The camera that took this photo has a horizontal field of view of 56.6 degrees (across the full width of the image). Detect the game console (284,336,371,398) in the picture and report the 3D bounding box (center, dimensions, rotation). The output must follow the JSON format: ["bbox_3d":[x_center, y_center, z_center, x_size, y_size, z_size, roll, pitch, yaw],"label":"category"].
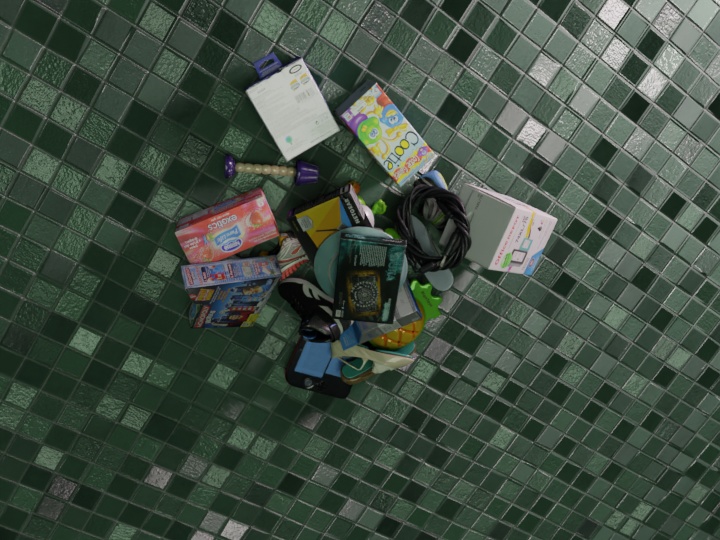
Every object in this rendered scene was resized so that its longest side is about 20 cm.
[{"bbox_3d":[-0.075,0.207,1.620,0.177,0.031,0.200,20,104,-17],"label":"game console"}]

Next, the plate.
[{"bbox_3d":[0.000,0.000,1.411,0.200,0.026,0.201,1,122,2],"label":"plate"}]

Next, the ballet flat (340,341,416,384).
[{"bbox_3d":[0.043,0.224,1.626,0.200,0.068,0.072,-27,151,-14],"label":"ballet flat"}]

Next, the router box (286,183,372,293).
[{"bbox_3d":[-0.045,-0.064,1.420,0.149,0.051,0.200,-22,117,14],"label":"router box"}]

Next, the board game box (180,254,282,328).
[{"bbox_3d":[-0.300,0.046,1.447,0.200,0.062,0.200,2,141,-32],"label":"board game box"}]

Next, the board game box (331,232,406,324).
[{"bbox_3d":[0.016,0.020,1.391,0.135,0.028,0.200,7,122,-2],"label":"board game box"}]

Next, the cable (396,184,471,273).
[{"bbox_3d":[0.157,-0.098,1.448,0.163,0.051,0.200,-19,74,34],"label":"cable"}]

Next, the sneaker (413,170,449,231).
[{"bbox_3d":[0.178,-0.133,1.541,0.083,0.071,0.200,-18,114,16],"label":"sneaker"}]

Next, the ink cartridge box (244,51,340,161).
[{"bbox_3d":[-0.149,-0.350,1.389,0.136,0.076,0.200,-30,113,0],"label":"ink cartridge box"}]

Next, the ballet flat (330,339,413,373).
[{"bbox_3d":[0.022,0.207,1.565,0.200,0.069,0.070,14,107,12],"label":"ballet flat"}]

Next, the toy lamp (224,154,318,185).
[{"bbox_3d":[-0.190,-0.214,1.439,0.200,0.058,0.058,2,108,-10],"label":"toy lamp"}]

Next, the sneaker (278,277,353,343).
[{"bbox_3d":[-0.123,0.091,1.479,0.200,0.112,0.073,24,134,23],"label":"sneaker"}]

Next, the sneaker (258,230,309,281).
[{"bbox_3d":[-0.139,-0.059,1.491,0.200,0.078,0.082,-37,110,3],"label":"sneaker"}]

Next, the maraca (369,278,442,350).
[{"bbox_3d":[0.099,0.106,1.578,0.200,0.107,0.137,-36,111,3],"label":"maraca"}]

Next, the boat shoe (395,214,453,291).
[{"bbox_3d":[0.153,-0.042,1.559,0.075,0.086,0.202,-37,83,8],"label":"boat shoe"}]

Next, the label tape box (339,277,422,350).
[{"bbox_3d":[0.020,0.075,1.515,0.200,0.144,0.063,-24,156,9],"label":"label tape box"}]

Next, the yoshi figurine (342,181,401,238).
[{"bbox_3d":[0.029,-0.102,1.495,0.112,0.112,0.200,-40,117,-5],"label":"yoshi figurine"}]

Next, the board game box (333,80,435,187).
[{"bbox_3d":[0.050,-0.293,1.432,0.103,0.105,0.200,-42,110,5],"label":"board game box"}]

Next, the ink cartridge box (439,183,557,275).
[{"bbox_3d":[0.306,-0.088,1.488,0.200,0.146,0.147,5,112,-49],"label":"ink cartridge box"}]

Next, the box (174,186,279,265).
[{"bbox_3d":[-0.286,-0.092,1.438,0.200,0.103,0.095,-23,113,-4],"label":"box"}]
